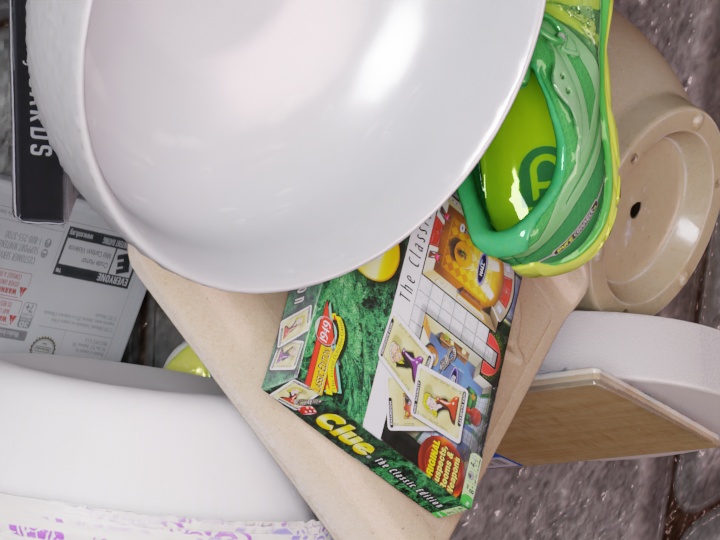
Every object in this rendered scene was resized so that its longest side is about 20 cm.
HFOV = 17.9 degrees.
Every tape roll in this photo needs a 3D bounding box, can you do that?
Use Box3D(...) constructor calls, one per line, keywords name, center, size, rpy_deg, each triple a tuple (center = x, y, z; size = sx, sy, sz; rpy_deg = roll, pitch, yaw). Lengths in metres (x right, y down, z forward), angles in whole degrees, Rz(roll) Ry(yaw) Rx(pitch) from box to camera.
Box3D(name="tape roll", center=(0.115, 0.065, 1.230), size=(0.203, 0.202, 0.037), rpy_deg=(27, 59, -54))

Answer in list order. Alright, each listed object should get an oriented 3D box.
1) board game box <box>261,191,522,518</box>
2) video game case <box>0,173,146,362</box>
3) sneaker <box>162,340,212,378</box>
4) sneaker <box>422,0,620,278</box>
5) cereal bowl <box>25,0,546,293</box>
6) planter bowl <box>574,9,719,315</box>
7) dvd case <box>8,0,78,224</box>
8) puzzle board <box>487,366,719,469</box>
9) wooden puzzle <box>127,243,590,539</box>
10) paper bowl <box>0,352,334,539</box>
Box3D(name="board game box", center=(0.025, -0.014, 0.913), size=(0.105, 0.023, 0.201), rpy_deg=(36, 53, -31))
Box3D(name="video game case", center=(-0.182, 0.045, 0.991), size=(0.200, 0.023, 0.183), rpy_deg=(14, 98, -54))
Box3D(name="sneaker", center=(-0.049, 0.078, 1.046), size=(0.076, 0.105, 0.200), rpy_deg=(-27, 162, -35))
Box3D(name="sneaker", center=(0.060, -0.097, 0.887), size=(0.083, 0.074, 0.201), rpy_deg=(-8, 88, -65))
Box3D(name="cereal bowl", center=(-0.033, -0.099, 0.791), size=(0.199, 0.083, 0.201), rpy_deg=(-19, 124, -31))
Box3D(name="planter bowl", center=(0.107, -0.048, 1.203), size=(0.200, 0.134, 0.201), rpy_deg=(-29, 131, -40))
Box3D(name="dvd case", center=(-0.107, -0.133, 0.874), size=(0.200, 0.025, 0.151), rpy_deg=(-83, 177, -57))
Box3D(name="puzzle board", center=(0.066, 0.079, 1.189), size=(0.151, 0.199, 0.018), rpy_deg=(27, 61, -54))
Box3D(name="wooden puzzle", center=(0.000, 0.000, 0.932), size=(0.186, 0.046, 0.200), rpy_deg=(54, 45, -19))
Box3D(name="paper bowl", center=(-0.103, 0.094, 0.929), size=(0.200, 0.200, 0.105), rpy_deg=(7, 92, -52))
